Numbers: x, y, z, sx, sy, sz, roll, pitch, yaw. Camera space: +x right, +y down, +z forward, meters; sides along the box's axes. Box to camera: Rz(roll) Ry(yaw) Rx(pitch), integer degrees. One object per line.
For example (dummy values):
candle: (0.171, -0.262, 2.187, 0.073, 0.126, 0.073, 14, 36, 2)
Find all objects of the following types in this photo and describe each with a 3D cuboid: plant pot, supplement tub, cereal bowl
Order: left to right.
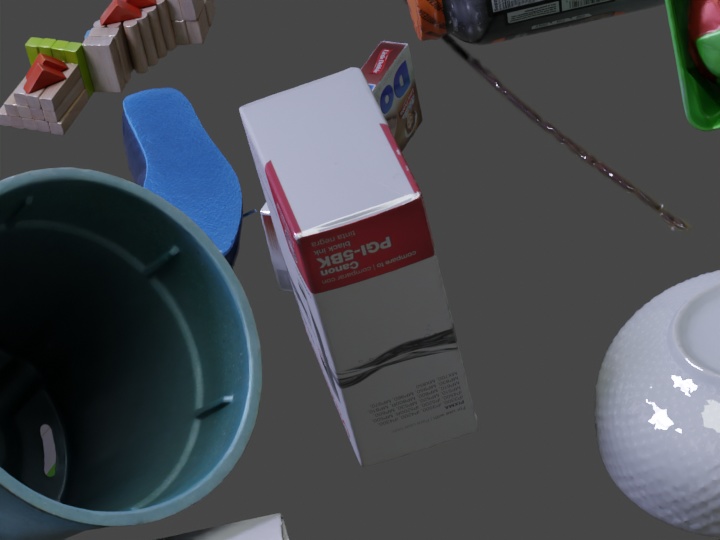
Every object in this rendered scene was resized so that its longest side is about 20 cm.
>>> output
plant pot: (-0.188, 0.070, 1.362, 0.200, 0.200, 0.196, -49, 9, -36)
supplement tub: (0.132, -0.240, 1.829, 0.200, 0.123, 0.123, -12, 40, -2)
cereal bowl: (0.238, 0.064, 1.478, 0.200, 0.083, 0.200, -7, 39, 6)

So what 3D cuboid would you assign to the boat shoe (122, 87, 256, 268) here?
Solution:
boat shoe: (-0.119, -0.051, 1.711, 0.084, 0.069, 0.200, -6, 40, -7)

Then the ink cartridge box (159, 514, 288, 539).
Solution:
ink cartridge box: (-0.120, 0.227, 1.298, 0.200, 0.147, 0.083, -12, 15, -2)

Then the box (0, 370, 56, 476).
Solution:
box: (-0.211, 0.066, 1.564, 0.112, 0.101, 0.200, 17, 47, 30)

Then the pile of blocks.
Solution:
pile of blocks: (-0.201, -0.182, 1.885, 0.200, 0.062, 0.082, -36, 46, -27)

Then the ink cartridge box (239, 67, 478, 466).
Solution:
ink cartridge box: (0.000, 0.000, 1.518, 0.083, 0.200, 0.147, -19, 40, -4)

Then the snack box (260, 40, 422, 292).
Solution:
snack box: (-0.011, -0.074, 1.706, 0.024, 0.072, 0.200, 9, 44, 25)

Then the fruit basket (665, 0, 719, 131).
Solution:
fruit basket: (0.318, -0.168, 1.698, 0.216, 0.156, 0.216, -11, 22, 5)
